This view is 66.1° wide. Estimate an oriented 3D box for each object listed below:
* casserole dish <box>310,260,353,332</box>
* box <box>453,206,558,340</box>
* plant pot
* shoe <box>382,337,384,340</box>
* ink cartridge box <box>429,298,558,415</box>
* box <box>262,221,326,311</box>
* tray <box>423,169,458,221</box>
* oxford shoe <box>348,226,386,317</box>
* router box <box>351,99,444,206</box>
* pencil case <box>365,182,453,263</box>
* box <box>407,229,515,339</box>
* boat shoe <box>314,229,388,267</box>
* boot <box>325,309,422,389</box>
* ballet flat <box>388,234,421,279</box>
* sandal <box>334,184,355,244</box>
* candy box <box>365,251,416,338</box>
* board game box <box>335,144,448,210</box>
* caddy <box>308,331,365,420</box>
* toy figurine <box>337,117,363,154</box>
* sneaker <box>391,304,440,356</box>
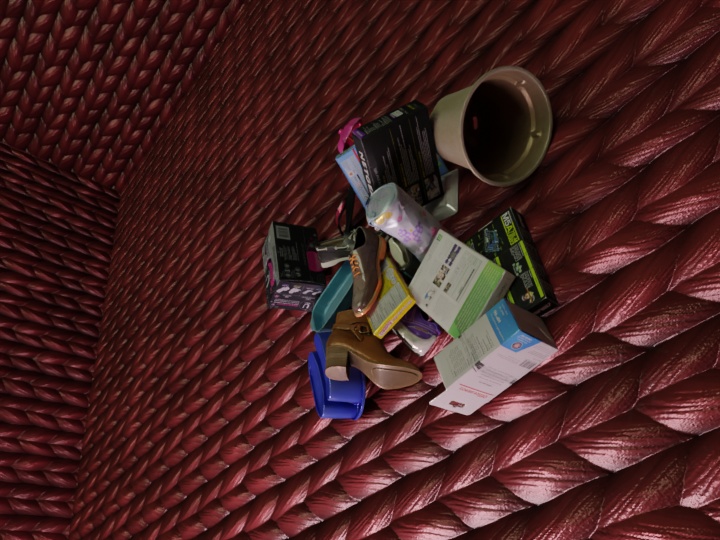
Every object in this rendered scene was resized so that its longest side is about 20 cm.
[{"bbox_3d":[-0.052,0.065,1.313,0.201,0.038,0.122,-55,24,16],"label":"casserole dish"},{"bbox_3d":[0.232,0.021,0.988,0.192,0.047,0.203,-38,45,31],"label":"box"},{"bbox_3d":[0.225,-0.269,1.048,0.204,0.198,0.183,-65,25,2],"label":"plant pot"},{"bbox_3d":[0.012,0.106,1.213,0.069,0.053,0.204,-25,54,42],"label":"shoe"},{"bbox_3d":[0.203,0.146,0.899,0.200,0.115,0.069,-45,41,26],"label":"ink cartridge box"},{"bbox_3d":[-0.177,-0.009,1.430,0.116,0.130,0.203,120,147,-41],"label":"box"},{"bbox_3d":[0.132,-0.146,1.219,0.198,0.022,0.110,-20,56,45],"label":"tray"},{"bbox_3d":[0.000,0.000,1.120,0.071,0.072,0.203,-30,38,39],"label":"oxford shoe"},{"bbox_3d":[0.078,-0.209,1.095,0.147,0.202,0.051,-27,38,-11],"label":"router box"},{"bbox_3d":[0.099,-0.084,1.081,0.082,0.199,0.092,-9,55,50],"label":"pencil case"},{"bbox_3d":[0.171,0.028,0.996,0.146,0.036,0.200,-61,34,11],"label":"box"},{"bbox_3d":[-0.025,-0.063,1.309,0.197,0.061,0.074,-17,17,37],"label":"boat shoe"},{"bbox_3d":[0.029,0.148,1.110,0.156,0.195,0.075,-80,-3,-46],"label":"boot"},{"bbox_3d":[0.086,-0.076,1.179,0.068,0.068,0.203,-39,54,35],"label":"ballet flat"},{"bbox_3d":[-0.039,-0.154,1.369,0.075,0.044,0.204,-85,4,-76],"label":"sandal"},{"bbox_3d":[0.044,0.042,1.114,0.103,0.026,0.201,-49,27,14],"label":"candy box"},{"bbox_3d":[0.068,-0.229,1.189,0.197,0.153,0.037,-28,20,13],"label":"board game box"},{"bbox_3d":[-0.042,0.220,1.183,0.202,0.103,0.143,-109,29,-41],"label":"caddy"},{"bbox_3d":[0.036,-0.267,1.256,0.199,0.183,0.153,12,75,54],"label":"toy figurine"},{"bbox_3d":[0.097,0.096,1.115,0.083,0.081,0.200,-40,37,-6],"label":"sneaker"}]
